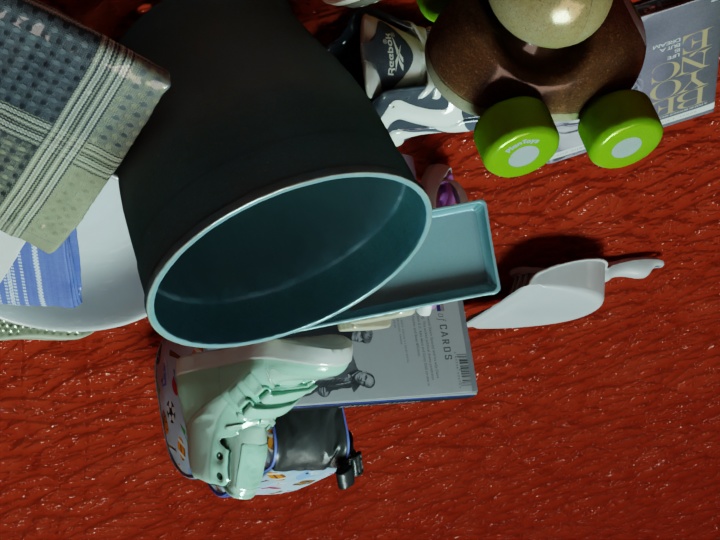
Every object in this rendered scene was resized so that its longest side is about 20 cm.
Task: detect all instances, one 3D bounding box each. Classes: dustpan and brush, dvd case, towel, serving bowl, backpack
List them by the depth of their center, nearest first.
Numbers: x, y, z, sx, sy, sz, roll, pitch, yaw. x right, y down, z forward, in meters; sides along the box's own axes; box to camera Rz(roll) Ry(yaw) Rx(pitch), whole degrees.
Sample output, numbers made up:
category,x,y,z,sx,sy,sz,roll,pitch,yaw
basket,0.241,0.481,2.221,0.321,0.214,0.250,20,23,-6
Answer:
category,x,y,z,sx,sy,sz,roll,pitch,yaw
towel,-0.241,-0.109,1.416,0.191,0.035,0.200,25,136,-18
towel,-0.295,-0.028,1.555,0.198,0.024,0.145,6,144,2
serving bowl,-0.219,-0.040,1.597,0.198,0.066,0.201,3,142,2
dvd case,0.213,-0.153,1.753,0.147,0.016,0.200,-18,157,-1
dvd case,0.001,0.038,1.855,0.198,0.152,0.025,-1,167,-33
backpack,-0.094,0.111,1.916,0.153,0.202,0.191,-1,161,-17
dustpan and brush,0.203,0.012,2.077,0.198,0.058,0.139,2,161,-25

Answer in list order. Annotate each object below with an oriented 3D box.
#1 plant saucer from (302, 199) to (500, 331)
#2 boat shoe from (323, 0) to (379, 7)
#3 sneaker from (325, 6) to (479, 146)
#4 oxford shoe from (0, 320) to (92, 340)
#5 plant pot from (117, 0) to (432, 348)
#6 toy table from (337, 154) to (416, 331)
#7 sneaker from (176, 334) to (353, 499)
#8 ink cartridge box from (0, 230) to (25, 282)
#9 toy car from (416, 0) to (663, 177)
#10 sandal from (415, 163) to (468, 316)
category,x,y,z,sx,sy,sz,roll,pitch,yaw
plant saucer,0.000,0.000,1.612,0.198,0.071,0.019,-11,-175,-9
boat shoe,0.058,-0.227,1.413,0.201,0.073,0.060,-35,147,26
sneaker,0.048,-0.146,1.569,0.197,0.080,0.130,-13,167,15
oxford shoe,-0.290,0.019,1.722,0.199,0.076,0.057,10,-179,-44
plant pot,-0.077,-0.082,1.478,0.198,0.189,0.200,-19,155,-9
toy table,-0.041,-0.011,1.691,0.183,0.118,0.199,-3,173,-42
sneaker,-0.068,0.113,1.710,0.073,0.119,0.200,-1,172,-38
ink cartridge box,-0.337,-0.010,1.507,0.199,0.068,0.117,20,142,-17
toy car,0.139,-0.188,1.454,0.156,0.165,0.201,-6,147,-25
sandal,0.069,-0.033,1.733,0.049,0.203,0.083,2,118,4
